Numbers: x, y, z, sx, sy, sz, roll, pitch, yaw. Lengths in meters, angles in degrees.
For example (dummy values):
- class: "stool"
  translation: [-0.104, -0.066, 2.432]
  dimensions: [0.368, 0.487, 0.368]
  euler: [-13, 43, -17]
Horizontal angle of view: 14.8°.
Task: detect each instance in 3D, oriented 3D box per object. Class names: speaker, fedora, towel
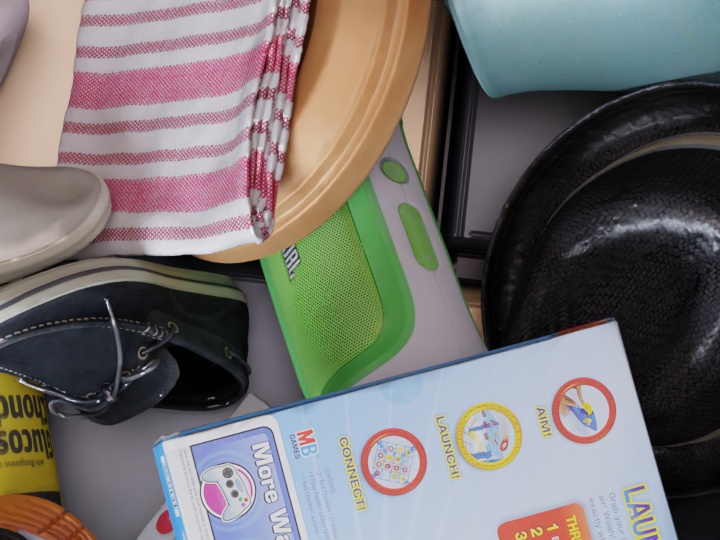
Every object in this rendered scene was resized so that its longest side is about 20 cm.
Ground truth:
- class: "speaker"
  translation: [0.000, 0.000, 1.258]
  dimensions: [0.088, 0.089, 0.200]
  euler: [-18, 56, -3]
- class: "fedora"
  translation: [0.126, 0.014, 1.221]
  dimensions: [0.200, 0.092, 0.201]
  euler: [4, 98, 28]
- class: "towel"
  translation: [-0.083, -0.103, 1.243]
  dimensions: [0.030, 0.146, 0.201]
  euler: [20, 72, -41]

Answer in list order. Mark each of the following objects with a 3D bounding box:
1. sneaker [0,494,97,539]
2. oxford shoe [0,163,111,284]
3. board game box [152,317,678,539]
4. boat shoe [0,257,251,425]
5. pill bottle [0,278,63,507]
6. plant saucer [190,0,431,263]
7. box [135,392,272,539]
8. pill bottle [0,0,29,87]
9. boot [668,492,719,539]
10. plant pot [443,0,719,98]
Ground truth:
- class: "sneaker"
  translation: [-0.112, 0.193, 1.178]
  dimensions: [0.200, 0.076, 0.092]
  euler: [50, 120, 5]
- class: "oxford shoe"
  translation: [-0.210, -0.031, 1.218]
  dimensions: [0.199, 0.075, 0.058]
  euler: [-1, 127, 3]
- class: "board game box"
  translation: [0.034, 0.140, 1.136]
  dimensions: [0.195, 0.056, 0.201]
  euler: [-14, 86, -10]
- class: "boat shoe"
  translation: [-0.113, 0.035, 1.240]
  dimensions: [0.074, 0.200, 0.062]
  euler: [-24, 75, 28]
- class: "pill bottle"
  translation: [-0.193, 0.102, 1.263]
  dimensions: [0.112, 0.112, 0.201]
  euler: [-11, 83, -3]
- class: "plant saucer"
  translation: [-0.052, -0.104, 1.259]
  dimensions: [0.037, 0.200, 0.201]
  euler: [19, 84, -43]
- class: "box"
  translation: [-0.058, 0.174, 1.257]
  dimensions: [0.200, 0.041, 0.156]
  euler: [-51, 45, -5]
- class: "pill bottle"
  translation: [-0.263, -0.129, 1.285]
  dimensions: [0.200, 0.111, 0.111]
  euler: [29, 85, 0]
- class: "boot"
  translation: [0.181, 0.077, 1.299]
  dimensions: [0.168, 0.076, 0.200]
  euler: [-43, 94, -8]
- class: "plant pot"
  translation: [0.127, -0.167, 1.267]
  dimensions: [0.187, 0.200, 0.201]
  euler: [-17, 86, 8]
